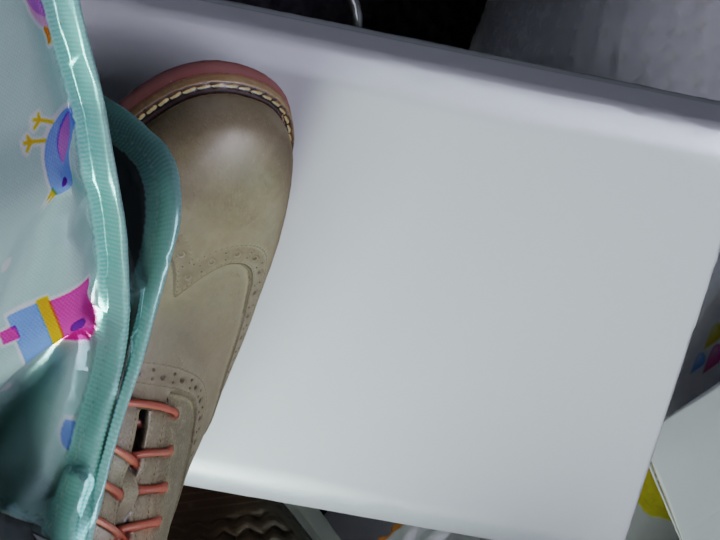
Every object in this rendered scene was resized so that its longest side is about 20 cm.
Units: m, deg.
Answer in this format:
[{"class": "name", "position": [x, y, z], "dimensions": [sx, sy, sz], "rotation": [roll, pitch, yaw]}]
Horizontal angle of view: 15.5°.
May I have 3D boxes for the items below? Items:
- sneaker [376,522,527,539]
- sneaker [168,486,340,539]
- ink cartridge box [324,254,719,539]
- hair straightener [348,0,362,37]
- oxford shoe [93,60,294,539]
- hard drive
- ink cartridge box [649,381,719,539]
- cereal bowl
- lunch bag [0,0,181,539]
[{"class": "sneaker", "position": [0.014, 0.152, 0.720], "dimensions": [0.200, 0.092, 0.076], "rotation": [-53, 146, -21]}, {"class": "sneaker", "position": [-0.008, 0.140, 0.832], "dimensions": [0.200, 0.073, 0.085], "rotation": [63, 14, -2]}, {"class": "ink cartridge box", "position": [0.092, 0.075, 0.913], "dimensions": [0.200, 0.086, 0.148], "rotation": [-53, 134, -20]}, {"class": "hair straightener", "position": [-0.044, -0.023, 0.720], "dimensions": [0.077, 0.041, 0.200], "rotation": [13, 114, -11]}, {"class": "oxford shoe", "position": [-0.060, 0.045, 0.648], "dimensions": [0.070, 0.075, 0.200], "rotation": [11, 116, -33]}, {"class": "hard drive", "position": [-0.012, 0.000, 0.695], "dimensions": [0.200, 0.026, 0.132], "rotation": [11, 114, -10]}, {"class": "ink cartridge box", "position": [0.210, 0.066, 0.855], "dimensions": [0.145, 0.085, 0.200], "rotation": [-37, 148, 29]}, {"class": "cereal bowl", "position": [0.099, -0.098, 0.810], "dimensions": [0.083, 0.200, 0.200], "rotation": [45, 67, -1]}, {"class": "lunch bag", "position": [-0.132, -0.033, 0.595], "dimensions": [0.122, 0.170, 0.200], "rotation": [-34, 126, -23]}]
